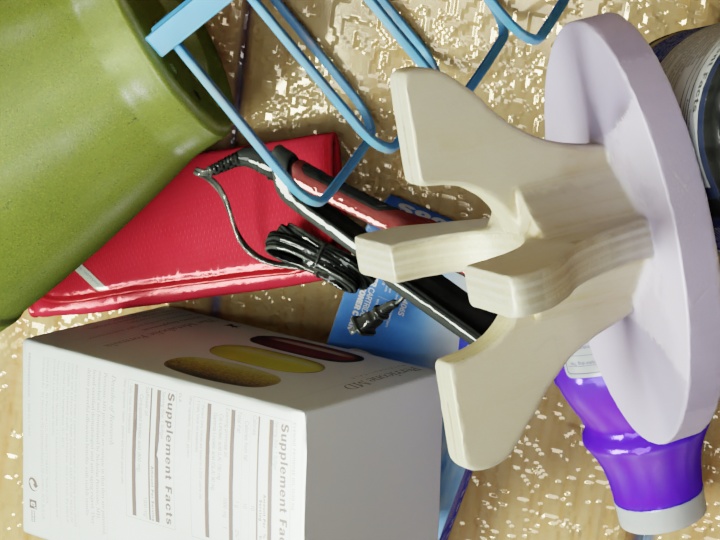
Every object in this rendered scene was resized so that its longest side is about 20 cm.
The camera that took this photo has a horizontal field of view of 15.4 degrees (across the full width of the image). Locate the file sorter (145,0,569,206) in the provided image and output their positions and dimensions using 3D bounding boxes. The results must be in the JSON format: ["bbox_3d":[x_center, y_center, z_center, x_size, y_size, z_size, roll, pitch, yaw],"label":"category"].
[{"bbox_3d":[0.024,-0.145,1.296,0.200,0.139,0.123,-36,100,26],"label":"file sorter"}]

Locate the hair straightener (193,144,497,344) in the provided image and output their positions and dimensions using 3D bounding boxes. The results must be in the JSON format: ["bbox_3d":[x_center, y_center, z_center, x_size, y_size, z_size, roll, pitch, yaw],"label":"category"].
[{"bbox_3d":[0.000,0.000,1.348,0.200,0.041,0.077,26,114,12],"label":"hair straightener"}]

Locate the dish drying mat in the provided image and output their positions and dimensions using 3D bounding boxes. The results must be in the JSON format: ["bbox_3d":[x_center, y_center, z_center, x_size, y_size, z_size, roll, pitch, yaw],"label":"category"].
[{"bbox_3d":[-0.098,-0.022,1.427,0.200,0.018,0.077,-8,86,28],"label":"dish drying mat"}]

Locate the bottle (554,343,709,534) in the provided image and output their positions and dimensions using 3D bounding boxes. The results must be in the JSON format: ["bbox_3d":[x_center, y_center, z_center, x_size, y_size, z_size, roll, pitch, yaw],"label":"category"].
[{"bbox_3d":[0.137,0.035,1.363,0.083,0.065,0.200,-12,107,7],"label":"bottle"}]

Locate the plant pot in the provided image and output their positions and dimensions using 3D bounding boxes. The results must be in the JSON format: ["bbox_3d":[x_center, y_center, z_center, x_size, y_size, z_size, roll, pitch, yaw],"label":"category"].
[{"bbox_3d":[-0.175,-0.081,1.367,0.193,0.200,0.201,-28,100,13],"label":"plant pot"}]

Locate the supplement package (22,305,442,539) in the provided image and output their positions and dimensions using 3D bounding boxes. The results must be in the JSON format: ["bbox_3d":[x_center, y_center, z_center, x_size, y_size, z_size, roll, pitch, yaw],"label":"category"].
[{"bbox_3d":[-0.068,0.095,1.385,0.200,0.114,0.110,12,107,38],"label":"supplement package"}]

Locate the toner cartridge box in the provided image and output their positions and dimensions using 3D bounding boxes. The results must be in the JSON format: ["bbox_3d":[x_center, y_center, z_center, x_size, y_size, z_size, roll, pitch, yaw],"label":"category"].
[{"bbox_3d":[0.023,0.069,1.427,0.095,0.043,0.200,22,115,8],"label":"toner cartridge box"}]

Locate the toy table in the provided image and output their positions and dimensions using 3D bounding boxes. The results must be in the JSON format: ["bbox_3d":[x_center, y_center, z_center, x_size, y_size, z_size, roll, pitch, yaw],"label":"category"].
[{"bbox_3d":[0.083,-0.008,1.219,0.117,0.184,0.200,-14,90,-19],"label":"toy table"}]

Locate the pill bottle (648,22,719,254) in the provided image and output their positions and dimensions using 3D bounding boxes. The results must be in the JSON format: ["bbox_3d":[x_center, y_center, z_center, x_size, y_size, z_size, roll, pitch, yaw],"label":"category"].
[{"bbox_3d":[0.193,-0.063,1.219,0.112,0.200,0.112,0,90,-18],"label":"pill bottle"}]
